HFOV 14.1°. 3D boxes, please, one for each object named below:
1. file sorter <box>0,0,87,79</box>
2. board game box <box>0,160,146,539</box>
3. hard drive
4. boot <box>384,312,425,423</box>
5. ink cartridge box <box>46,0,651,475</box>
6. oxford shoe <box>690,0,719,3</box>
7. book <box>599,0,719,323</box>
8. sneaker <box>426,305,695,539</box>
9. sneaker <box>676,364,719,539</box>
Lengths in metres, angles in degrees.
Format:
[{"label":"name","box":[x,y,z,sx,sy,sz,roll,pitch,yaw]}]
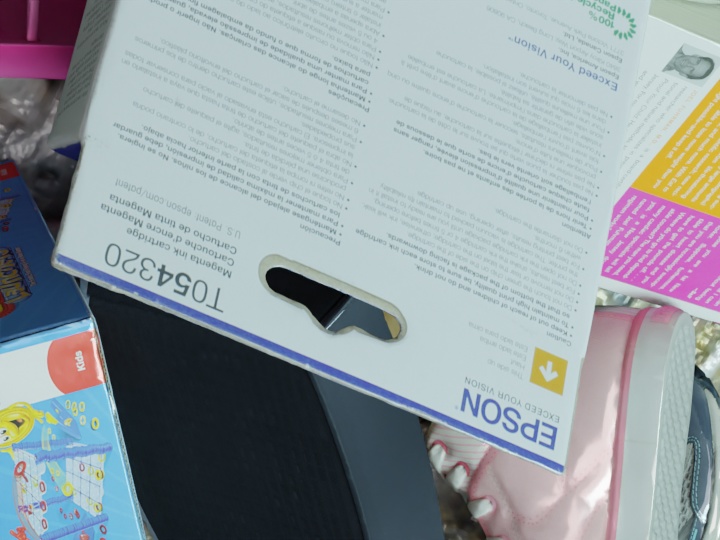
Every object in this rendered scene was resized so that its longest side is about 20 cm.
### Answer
[{"label":"file sorter","box":[-0.085,-0.146,1.083,0.199,0.139,0.126,0,106,-17]},{"label":"board game box","box":[-0.123,0.081,1.112,0.056,0.200,0.197,-15,111,-10]},{"label":"hard drive","box":[-0.040,0.068,1.142,0.042,0.134,0.200,-58,150,-34]},{"label":"boot","box":[0.000,0.000,1.121,0.175,0.200,0.066,23,66,-22]},{"label":"ink cartridge box","box":[-0.004,-0.049,0.987,0.196,0.043,0.201,24,63,-21]},{"label":"oxford shoe","box":[0.164,-0.143,1.132,0.199,0.075,0.058,1,149,-34]},{"label":"book","box":[0.138,-0.041,1.167,0.199,0.048,0.134,17,127,-29]},{"label":"sneaker","box":[0.077,0.110,1.211,0.104,0.075,0.201,7,92,17]},{"label":"sneaker","box":[0.107,0.134,1.268,0.086,0.078,0.201,8,105,-16]}]
